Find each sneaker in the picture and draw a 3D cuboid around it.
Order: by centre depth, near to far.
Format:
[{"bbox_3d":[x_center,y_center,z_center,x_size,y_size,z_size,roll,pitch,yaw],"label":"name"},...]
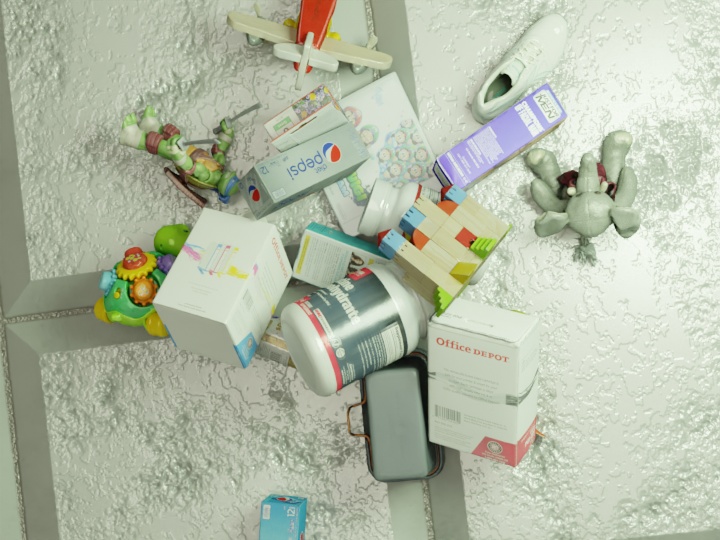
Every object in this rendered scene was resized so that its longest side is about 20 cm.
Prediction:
[{"bbox_3d":[0.245,-0.306,1.688,0.070,0.080,0.201,40,92,7],"label":"sneaker"}]

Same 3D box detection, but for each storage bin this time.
[{"bbox_3d":[0.048,0.223,1.673,0.143,0.134,0.204,-5,88,6],"label":"storage bin"}]

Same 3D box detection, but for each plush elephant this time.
[{"bbox_3d":[0.331,-0.107,1.635,0.161,0.155,0.204,-4,88,6],"label":"plush elephant"}]

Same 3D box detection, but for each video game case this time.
[{"bbox_3d":[0.017,-0.177,1.738,0.180,0.024,0.203,-26,86,5],"label":"video game case"}]

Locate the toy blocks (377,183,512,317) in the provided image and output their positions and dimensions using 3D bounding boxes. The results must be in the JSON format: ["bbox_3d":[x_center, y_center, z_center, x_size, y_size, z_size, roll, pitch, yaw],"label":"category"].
[{"bbox_3d":[0.110,-0.043,1.562,0.136,0.100,0.200,38,59,8],"label":"toy blocks"}]

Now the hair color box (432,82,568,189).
[{"bbox_3d":[0.205,-0.189,1.664,0.199,0.109,0.065,-36,87,-1],"label":"hair color box"}]

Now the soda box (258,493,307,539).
[{"bbox_3d":[-0.124,0.453,1.721,0.063,0.068,0.204,5,90,7],"label":"soda box"}]

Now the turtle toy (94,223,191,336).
[{"bbox_3d":[-0.319,0.009,1.713,0.144,0.200,0.102,11,130,29],"label":"turtle toy"}]

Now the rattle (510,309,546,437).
[{"bbox_3d":[0.199,0.163,1.692,0.140,0.131,0.203,-6,115,17],"label":"rattle"}]

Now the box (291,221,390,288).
[{"bbox_3d":[0.000,0.000,1.713,0.197,0.049,0.084,21,111,6],"label":"box"}]

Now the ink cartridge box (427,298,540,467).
[{"bbox_3d":[0.172,0.154,1.576,0.143,0.085,0.203,13,122,28],"label":"ink cartridge box"}]

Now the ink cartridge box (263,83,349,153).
[{"bbox_3d":[-0.081,-0.219,1.636,0.108,0.200,0.051,-33,84,5],"label":"ink cartridge box"}]

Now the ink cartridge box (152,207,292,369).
[{"bbox_3d":[-0.194,0.015,1.649,0.123,0.129,0.202,13,59,19],"label":"ink cartridge box"}]

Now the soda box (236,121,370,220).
[{"bbox_3d":[-0.082,-0.147,1.648,0.199,0.068,0.064,-29,86,-37],"label":"soda box"}]

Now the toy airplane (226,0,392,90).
[{"bbox_3d":[-0.076,-0.346,1.694,0.197,0.142,0.201,-28,70,-26],"label":"toy airplane"}]

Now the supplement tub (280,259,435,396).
[{"bbox_3d":[-0.002,0.078,1.597,0.198,0.140,0.142,-26,86,-17],"label":"supplement tub"}]

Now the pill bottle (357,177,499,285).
[{"bbox_3d":[0.100,-0.063,1.669,0.197,0.112,0.114,21,91,-3],"label":"pill bottle"}]

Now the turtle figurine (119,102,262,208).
[{"bbox_3d":[-0.259,-0.211,1.713,0.191,0.201,0.145,24,57,10],"label":"turtle figurine"}]

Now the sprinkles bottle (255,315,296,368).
[{"bbox_3d":[-0.146,0.100,1.730,0.197,0.068,0.069,21,91,6],"label":"sprinkles bottle"}]
